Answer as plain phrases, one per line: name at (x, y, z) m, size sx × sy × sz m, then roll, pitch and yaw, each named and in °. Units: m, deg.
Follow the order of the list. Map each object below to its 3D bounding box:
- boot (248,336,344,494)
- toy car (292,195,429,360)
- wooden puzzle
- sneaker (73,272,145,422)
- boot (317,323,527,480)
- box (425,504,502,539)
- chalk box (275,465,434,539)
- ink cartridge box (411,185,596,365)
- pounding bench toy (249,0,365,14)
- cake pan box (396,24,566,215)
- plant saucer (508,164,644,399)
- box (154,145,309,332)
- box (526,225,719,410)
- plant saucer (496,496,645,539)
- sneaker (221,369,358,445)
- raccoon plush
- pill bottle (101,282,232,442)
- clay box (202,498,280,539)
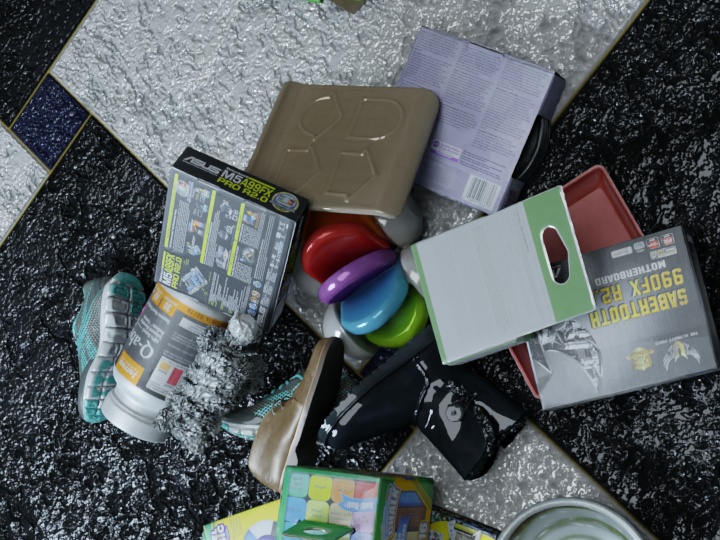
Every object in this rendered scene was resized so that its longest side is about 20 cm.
boot at (-0.077, 0.164, 1.635) m, size 0.075 × 0.074 × 0.200 m, roll 23°, pitch 98°, yaw 26°
toy car at (0.000, 0.000, 1.644) m, size 0.175 × 0.150 × 0.200 m, roll -35°, pitch 71°, yaw 19°
wooden puzzle at (-0.022, -0.139, 1.640) m, size 0.200 × 0.046 × 0.185 m, roll 8°, pitch 59°, yaw 20°
sneaker at (-0.345, 0.100, 1.851) m, size 0.091 × 0.078 × 0.200 m, roll 7°, pitch 84°, yaw 43°
boot at (0.072, 0.181, 1.604) m, size 0.200 × 0.076 × 0.168 m, roll -41°, pitch 73°, yaw -5°
box at (0.078, 0.379, 1.626) m, size 0.136 × 0.038 × 0.200 m, roll 18°, pitch 92°, yaw 27°
chalk box at (-0.015, 0.283, 1.547) m, size 0.124 × 0.200 × 0.124 m, roll 4°, pitch 82°, yaw 25°
ink cartridge box at (0.162, 0.008, 1.527) m, size 0.200 × 0.048 × 0.146 m, roll -22°, pitch 75°, yaw 30°
pounding bench toy at (-0.059, -0.387, 1.730) m, size 0.156 × 0.124 × 0.200 m, roll 44°, pitch 104°, yaw 23°
cake pan box at (0.127, -0.176, 1.657) m, size 0.200 × 0.052 × 0.184 m, roll 23°, pitch 97°, yaw 27°
plant saucer at (0.243, 0.015, 1.586) m, size 0.200 × 0.037 × 0.200 m, roll -34°, pitch 71°, yaw 20°
box at (-0.155, -0.033, 1.641) m, size 0.160 × 0.044 × 0.200 m, roll 24°, pitch 136°, yaw 8°
box at (0.279, 0.054, 1.516) m, size 0.200 × 0.048 × 0.159 m, roll -16°, pitch 77°, yaw 24°
plant saucer at (0.240, 0.351, 1.542) m, size 0.200 × 0.050 × 0.200 m, roll -3°, pitch 84°, yaw 26°
sneaker at (-0.083, 0.167, 1.718) m, size 0.200 × 0.078 × 0.091 m, roll 0°, pitch 77°, yaw 18°
raccoon plush at (-0.187, 0.129, 1.643) m, size 0.097 × 0.200 × 0.134 m, roll 30°, pitch 65°, yaw 16°
pill bottle at (-0.244, 0.110, 1.773) m, size 0.116 × 0.116 × 0.200 m, roll 33°, pitch 99°, yaw 25°
clay box at (-0.111, 0.349, 1.718) m, size 0.200 × 0.048 × 0.115 m, roll -23°, pitch 75°, yaw 21°
